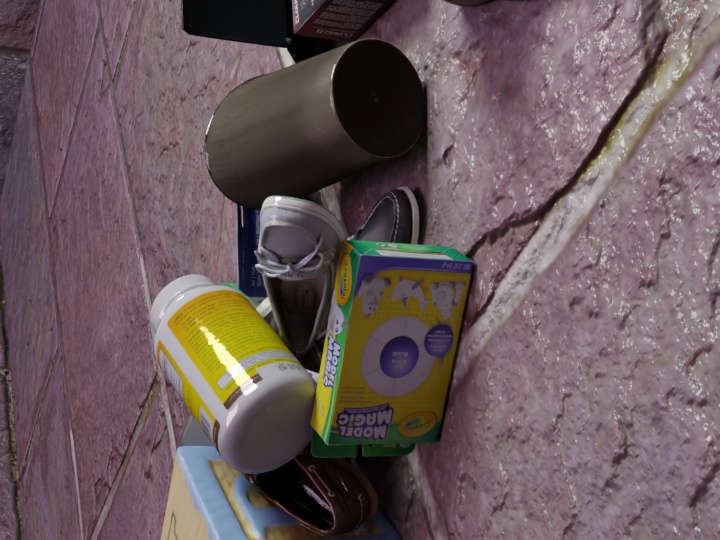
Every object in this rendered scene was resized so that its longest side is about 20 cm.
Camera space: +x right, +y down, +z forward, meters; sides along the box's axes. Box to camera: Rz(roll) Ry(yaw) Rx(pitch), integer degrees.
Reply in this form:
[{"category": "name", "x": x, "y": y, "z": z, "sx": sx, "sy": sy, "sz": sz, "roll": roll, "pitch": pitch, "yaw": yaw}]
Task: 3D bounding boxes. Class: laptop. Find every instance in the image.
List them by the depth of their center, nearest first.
[{"category": "laptop", "x": -0.120, "y": -0.312, "z": 1.218, "sx": 0.200, "sy": 0.101, "sz": 0.181, "roll": 46, "pitch": -140, "yaw": -75}]

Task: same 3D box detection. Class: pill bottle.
[{"category": "pill bottle", "x": -0.126, "y": 0.090, "z": 1.043, "sx": 0.200, "sy": 0.108, "sz": 0.111, "roll": 45, "pitch": 128, "yaw": 41}]

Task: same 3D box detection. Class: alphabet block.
[{"category": "alphabet block", "x": -0.092, "y": 0.313, "z": 1.110, "sx": 0.196, "sy": 0.192, "sz": 0.203, "roll": -133, "pitch": 52, "yaw": -57}]

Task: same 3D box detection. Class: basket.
[{"category": "basket", "x": -0.037, "y": -0.150, "z": 1.097, "sx": 0.199, "sy": 0.180, "sz": 0.138, "roll": -11, "pitch": 111, "yaw": 53}]

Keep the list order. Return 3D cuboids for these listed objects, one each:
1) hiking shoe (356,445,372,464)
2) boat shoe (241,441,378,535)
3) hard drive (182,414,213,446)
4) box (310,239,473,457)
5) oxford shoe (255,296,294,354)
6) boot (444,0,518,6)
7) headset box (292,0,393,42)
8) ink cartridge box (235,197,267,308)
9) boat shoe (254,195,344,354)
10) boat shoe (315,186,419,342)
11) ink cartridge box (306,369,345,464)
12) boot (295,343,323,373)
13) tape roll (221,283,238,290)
[{"category": "hiking shoe", "x": 0.014, "y": 0.087, "z": 1.059, "sx": 0.087, "sy": 0.073, "sz": 0.202, "roll": -124, "pitch": 33, "yaw": -43}, {"category": "boat shoe", "x": -0.076, "y": 0.186, "z": 1.057, "sx": 0.198, "sy": 0.070, "sz": 0.072, "roll": 26, "pitch": 113, "yaw": 31}, {"category": "hard drive", "x": -0.167, "y": 0.201, "z": 1.344, "sx": 0.141, "sy": 0.032, "sz": 0.201, "roll": 65, "pitch": 143, "yaw": 37}, {"category": "box", "x": 0.024, "y": 0.079, "z": 0.975, "sx": 0.048, "sy": 0.115, "sz": 0.203, "roll": -140, "pitch": 56, "yaw": -59}, {"category": "oxford shoe", "x": -0.094, "y": 0.075, "z": 1.189, "sx": 0.058, "sy": 0.075, "sz": 0.200, "roll": 43, "pitch": 161, "yaw": 4}, {"category": "boot", "x": 0.066, "y": -0.263, "z": 0.882, "sx": 0.199, "sy": 0.148, "sz": 0.075, "roll": 12, "pitch": 98, "yaw": 64}, {"category": "headset box", "x": -0.012, "y": -0.340, "z": 1.133, "sx": 0.199, "sy": 0.074, "sz": 0.151, "roll": -29, "pitch": 61, "yaw": 60}, {"category": "ink cartridge box", "x": -0.106, "y": -0.055, "z": 1.243, "sx": 0.200, "sy": 0.046, "sz": 0.201, "roll": 85, "pitch": -178, "yaw": -77}, {"category": "boat shoe", "x": -0.055, "y": 0.004, "z": 0.973, "sx": 0.203, "sy": 0.073, "sz": 0.066, "roll": 93, "pitch": -174, "yaw": -61}, {"category": "boat shoe", "x": 0.000, "y": 0.000, "z": 1.094, "sx": 0.201, "sy": 0.059, "sz": 0.075, "roll": -63, "pitch": 35, "yaw": 40}, {"category": "ink cartridge box", "x": -0.084, "y": 0.141, "z": 1.117, "sx": 0.198, "sy": 0.037, "sz": 0.096, "roll": 16, "pitch": 119, "yaw": 38}, {"category": "boot", "x": -0.076, "y": 0.122, "z": 1.224, "sx": 0.200, "sy": 0.074, "sz": 0.075, "roll": -147, "pitch": 61, "yaw": -62}, {"category": "tape roll", "x": -0.155, "y": 0.119, "z": 1.415, "sx": 0.200, "sy": 0.047, "sz": 0.204, "roll": -12, "pitch": 76, "yaw": 63}]
